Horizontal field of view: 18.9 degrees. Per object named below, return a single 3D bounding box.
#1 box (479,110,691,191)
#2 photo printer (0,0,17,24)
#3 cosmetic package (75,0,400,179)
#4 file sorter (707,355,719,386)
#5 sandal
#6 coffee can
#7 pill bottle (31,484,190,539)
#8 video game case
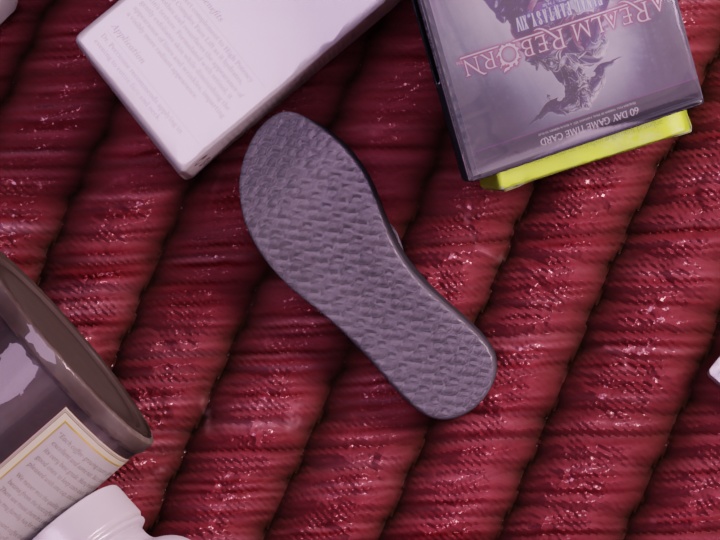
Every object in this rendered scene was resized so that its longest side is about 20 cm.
[{"bbox_3d":[0.099,-0.156,1.191,0.121,0.048,0.202,-17,98,-13],"label":"box"},{"bbox_3d":[-0.325,-0.179,1.280,0.166,0.069,0.200,-44,79,-1],"label":"photo printer"},{"bbox_3d":[-0.055,-0.154,1.236,0.200,0.074,0.102,-39,90,-1],"label":"cosmetic package"},{"bbox_3d":[0.305,0.060,1.139,0.200,0.125,0.139,40,88,11],"label":"file sorter"},{"bbox_3d":[0.000,0.001,1.233,0.076,0.043,0.201,-36,89,8],"label":"sandal"},{"bbox_3d":[-0.235,0.104,1.187,0.200,0.146,0.147,-41,79,-1],"label":"coffee can"},{"bbox_3d":[-0.103,0.220,1.172,0.113,0.113,0.200,-42,79,0],"label":"pill bottle"},{"bbox_3d":[0.094,-0.165,1.157,0.142,0.019,0.201,-19,98,-12],"label":"video game case"}]
